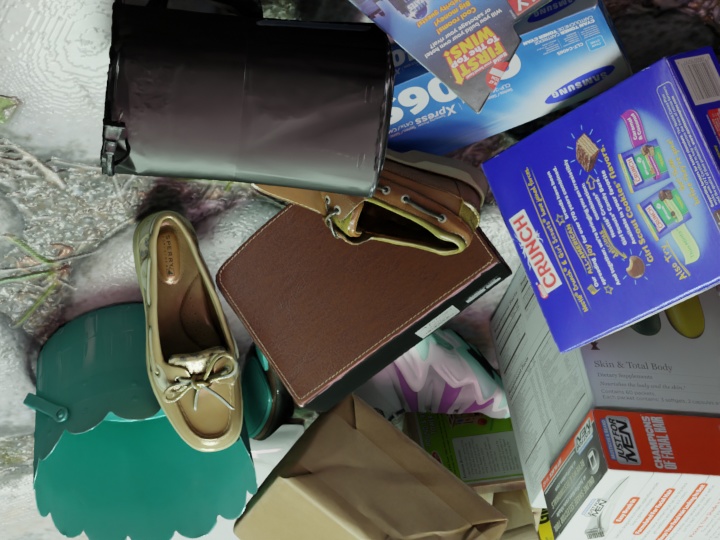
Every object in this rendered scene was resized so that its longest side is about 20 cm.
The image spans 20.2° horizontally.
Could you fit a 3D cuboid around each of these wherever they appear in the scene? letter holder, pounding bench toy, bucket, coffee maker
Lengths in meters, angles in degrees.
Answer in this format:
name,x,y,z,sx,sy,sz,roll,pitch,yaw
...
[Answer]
name,x,y,z,sx,sy,sz,roll,pitch,yaw
letter holder,0.000,0.000,1.657,0.200,0.142,0.101,-37,169,5
pounding bench toy,0.111,0.222,1.884,0.124,0.200,0.156,-7,141,-8
bucket,-0.193,0.135,1.763,0.206,0.135,0.207,-6,140,-5
coffee maker,-0.080,-0.110,1.421,0.199,0.192,0.135,4,134,-7

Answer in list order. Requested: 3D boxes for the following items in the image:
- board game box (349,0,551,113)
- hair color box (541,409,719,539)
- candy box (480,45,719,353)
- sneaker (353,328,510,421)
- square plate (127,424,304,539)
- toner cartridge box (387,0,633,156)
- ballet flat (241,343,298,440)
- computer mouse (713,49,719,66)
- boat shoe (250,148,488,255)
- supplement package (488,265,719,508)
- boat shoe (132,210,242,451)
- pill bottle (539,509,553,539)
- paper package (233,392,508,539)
name,x,y,z,sx,sy,sz,roll,pitch,yaw
board game box,0.075,-0.219,1.421,0.200,0.062,0.200,-31,129,5
hair color box,0.262,0.173,1.648,0.199,0.064,0.111,5,140,-21
candy box,0.211,-0.052,1.557,0.200,0.170,0.077,-28,171,40
sneaker,0.036,0.111,1.806,0.200,0.078,0.140,36,102,-31
square plate,-0.158,0.219,1.961,0.197,0.029,0.200,-2,141,-9
toner cartridge box,0.099,-0.152,1.549,0.200,0.043,0.095,-21,141,13
ballet flat,-0.066,0.082,1.785,0.068,0.068,0.200,-10,143,-15
computer mouse,0.248,-0.118,1.630,0.140,0.046,0.200,-4,145,2
boat shoe,-0.004,-0.060,1.568,0.199,0.068,0.072,9,151,17
supplement package,0.220,0.083,1.739,0.151,0.200,0.151,4,139,-18
boat shoe,-0.141,0.050,1.627,0.073,0.201,0.063,-17,-178,-10
pill bottle,0.196,0.277,2.044,0.199,0.113,0.113,-19,141,10
paper package,0.005,0.224,1.766,0.190,0.104,0.200,38,152,1
